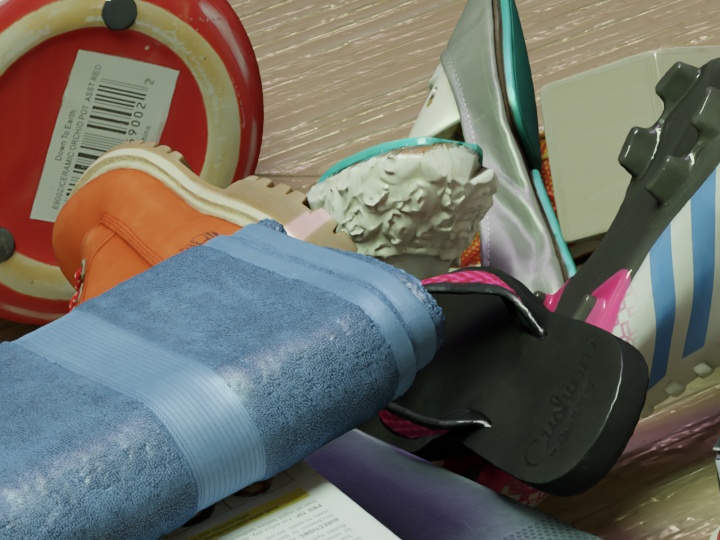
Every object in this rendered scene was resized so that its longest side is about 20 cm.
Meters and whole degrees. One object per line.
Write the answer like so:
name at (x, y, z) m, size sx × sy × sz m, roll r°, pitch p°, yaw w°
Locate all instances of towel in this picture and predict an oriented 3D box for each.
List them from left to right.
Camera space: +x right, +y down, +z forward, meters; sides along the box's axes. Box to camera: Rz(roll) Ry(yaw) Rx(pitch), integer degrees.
towel at (-0.077, 0.050, 0.854) m, size 0.200 × 0.049 × 0.112 m, roll -27°, pitch 26°, yaw -27°

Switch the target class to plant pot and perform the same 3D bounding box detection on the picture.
plant pot at (-0.155, -0.085, 1.264) m, size 0.200 × 0.201 × 0.182 m, roll -19°, pitch 28°, yaw -17°

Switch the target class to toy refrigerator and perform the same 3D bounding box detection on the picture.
toy refrigerator at (0.175, -0.051, 1.113) m, size 0.199 × 0.070 × 0.076 m, roll -6°, pitch -5°, yaw -34°

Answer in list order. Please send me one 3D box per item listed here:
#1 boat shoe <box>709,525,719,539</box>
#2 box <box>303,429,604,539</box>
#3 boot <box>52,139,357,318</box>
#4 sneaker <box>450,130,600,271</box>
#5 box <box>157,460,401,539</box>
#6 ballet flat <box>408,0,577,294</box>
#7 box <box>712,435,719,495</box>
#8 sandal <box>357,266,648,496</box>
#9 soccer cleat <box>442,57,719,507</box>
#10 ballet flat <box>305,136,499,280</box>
boat shoe at (0.155, 0.116, 0.801) m, size 0.071 × 0.063 × 0.200 m, roll 29°, pitch 17°, yaw -21°
box at (-0.004, 0.125, 0.898) m, size 0.157 × 0.051 × 0.200 m, roll -24°, pitch 26°, yaw -29°
boot at (-0.086, 0.012, 1.058) m, size 0.107 × 0.075 × 0.200 m, roll -41°, pitch 23°, yaw -17°
sneaker at (0.096, -0.044, 1.206) m, size 0.199 × 0.077 × 0.073 m, roll -11°, pitch 25°, yaw 4°
box at (-0.045, 0.096, 0.857) m, size 0.082 × 0.049 × 0.200 m, roll -23°, pitch 25°, yaw -18°
ballet flat at (0.048, -0.036, 1.136) m, size 0.063 × 0.067 × 0.201 m, roll -15°, pitch 55°, yaw 6°
box at (0.227, 0.039, 0.989) m, size 0.157 × 0.050 × 0.200 m, roll -1°, pitch 25°, yaw 25°
sandal at (0.035, 0.031, 0.963) m, size 0.045 × 0.075 × 0.200 m, roll 26°, pitch -5°, yaw -20°
soccer cleat at (0.106, 0.021, 0.995) m, size 0.086 × 0.200 × 0.070 m, roll 28°, pitch 16°, yaw -21°
ballet flat at (0.000, 0.000, 1.094) m, size 0.072 × 0.072 × 0.200 m, roll -22°, pitch -2°, yaw -24°
